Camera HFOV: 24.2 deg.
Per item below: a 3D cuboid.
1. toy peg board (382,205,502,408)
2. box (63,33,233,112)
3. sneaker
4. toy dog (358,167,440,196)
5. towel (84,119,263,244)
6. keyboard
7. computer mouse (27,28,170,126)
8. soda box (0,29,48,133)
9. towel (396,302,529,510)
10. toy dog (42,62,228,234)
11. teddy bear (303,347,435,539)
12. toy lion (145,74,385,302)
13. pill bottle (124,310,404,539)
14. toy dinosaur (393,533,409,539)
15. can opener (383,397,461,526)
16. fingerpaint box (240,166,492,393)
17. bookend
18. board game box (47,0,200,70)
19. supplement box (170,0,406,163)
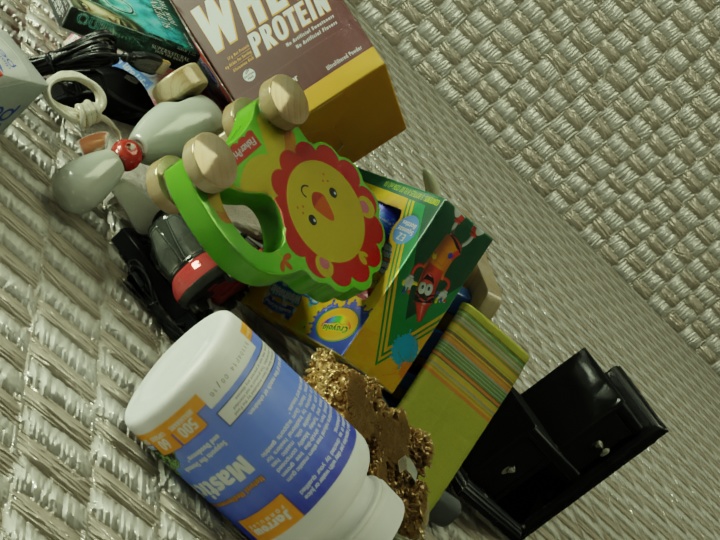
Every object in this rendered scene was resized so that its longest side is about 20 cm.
[{"bbox_3d":[0.031,0.044,1.632,0.097,0.201,0.200,24,21,-17],"label":"toy peg board"},{"bbox_3d":[-0.202,-0.180,1.695,0.102,0.095,0.201,30,22,-54],"label":"box"},{"bbox_3d":[-0.130,-0.018,1.449,0.098,0.071,0.200,52,9,8],"label":"sneaker"},{"bbox_3d":[-0.033,-0.075,1.753,0.200,0.193,0.140,49,24,-23],"label":"toy dog"},{"bbox_3d":[-0.154,-0.077,1.556,0.199,0.035,0.133,14,29,-28],"label":"towel"},{"bbox_3d":[-0.142,0.042,1.426,0.200,0.021,0.127,50,13,9],"label":"keyboard"},{"bbox_3d":[-0.224,-0.177,1.525,0.200,0.139,0.046,24,59,-61],"label":"computer mouse"},{"bbox_3d":[-0.326,-0.155,1.296,0.064,0.068,0.200,51,13,13],"label":"soda box"},{"bbox_3d":[0.069,0.132,1.504,0.086,0.201,0.018,40,-16,-21],"label":"towel"},{"bbox_3d":[-0.189,-0.100,1.453,0.199,0.096,0.133,-9,69,-33],"label":"toy dog"},{"bbox_3d":[0.002,0.145,1.360,0.200,0.066,0.146,29,54,-60],"label":"teddy bear"},{"bbox_3d":[-0.062,-0.051,1.401,0.192,0.068,0.200,56,38,-9],"label":"toy lion"},{"bbox_3d":[-0.064,0.134,1.217,0.200,0.112,0.112,45,14,-14],"label":"pill bottle"},{"bbox_3d":[-0.006,0.179,1.418,0.200,0.047,0.089,38,31,-39],"label":"toy dinosaur"},{"bbox_3d":[0.030,0.169,1.528,0.200,0.066,0.053,44,12,-38],"label":"can opener"},{"bbox_3d":[0.000,0.000,1.535,0.073,0.167,0.200,38,-7,-33],"label":"fingerpaint box"},{"bbox_3d":[0.183,0.157,1.676,0.092,0.199,0.199,55,4,31],"label":"bookend"},{"bbox_3d":[-0.237,-0.258,1.583,0.134,0.028,0.200,17,24,-32],"label":"board game box"},{"bbox_3d":[-0.072,-0.207,1.593,0.201,0.132,0.197,57,-1,15],"label":"supplement box"}]
